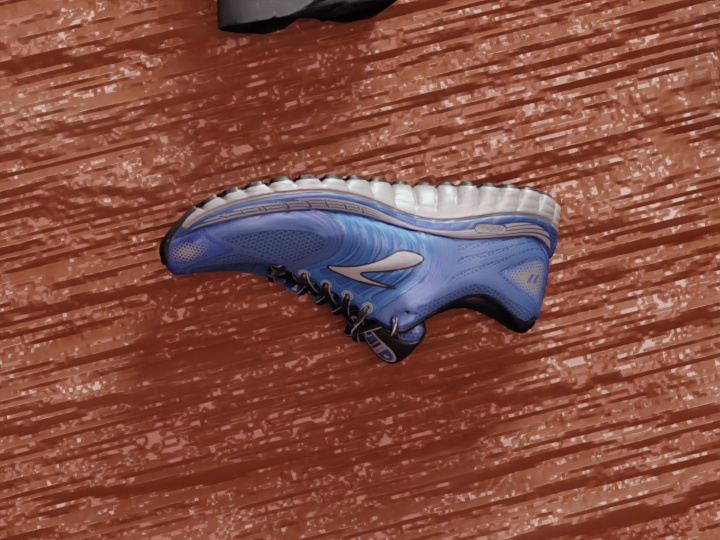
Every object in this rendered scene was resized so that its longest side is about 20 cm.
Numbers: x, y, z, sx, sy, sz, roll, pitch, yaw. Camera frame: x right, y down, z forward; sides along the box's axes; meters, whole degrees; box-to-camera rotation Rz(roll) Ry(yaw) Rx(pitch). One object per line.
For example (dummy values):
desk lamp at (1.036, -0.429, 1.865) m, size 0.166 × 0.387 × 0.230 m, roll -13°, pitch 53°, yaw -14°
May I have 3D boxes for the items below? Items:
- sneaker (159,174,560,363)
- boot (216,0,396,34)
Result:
sneaker at (0.000, 0.000, 1.354) m, size 0.199 × 0.079 × 0.090 m, roll 2°, pitch 86°, yaw -6°
boot at (-0.073, -0.215, 1.363) m, size 0.164 × 0.066 × 0.201 m, roll -9°, pitch 94°, yaw -4°
